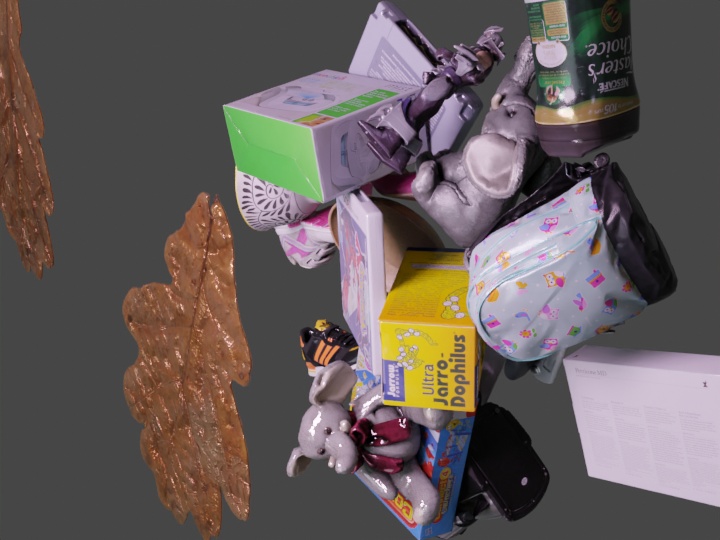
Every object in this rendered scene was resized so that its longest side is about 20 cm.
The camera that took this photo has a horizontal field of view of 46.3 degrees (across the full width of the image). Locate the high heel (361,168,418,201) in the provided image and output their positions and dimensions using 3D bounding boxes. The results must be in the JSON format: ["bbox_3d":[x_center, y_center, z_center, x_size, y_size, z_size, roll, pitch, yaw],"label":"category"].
[{"bbox_3d":[0.048,-0.145,1.130,0.199,0.067,0.097,11,95,55],"label":"high heel"}]

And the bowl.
[{"bbox_3d":[-0.092,-0.150,1.229,0.093,0.201,0.203,11,120,21],"label":"bowl"}]

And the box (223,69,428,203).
[{"bbox_3d":[-0.043,-0.175,1.066,0.199,0.175,0.098,25,133,47],"label":"box"}]

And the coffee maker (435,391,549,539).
[{"bbox_3d":[0.140,0.267,1.183,0.200,0.133,0.194,-41,60,53],"label":"coffee maker"}]

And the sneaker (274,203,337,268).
[{"bbox_3d":[-0.062,-0.050,1.315,0.199,0.081,0.089,3,116,59],"label":"sneaker"}]

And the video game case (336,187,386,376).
[{"bbox_3d":[0.000,0.000,1.037,0.182,0.023,0.202,-123,27,-66],"label":"video game case"}]

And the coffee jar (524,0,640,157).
[{"bbox_3d":[0.216,-0.215,0.821,0.085,0.104,0.202,14,120,52],"label":"coffee jar"}]

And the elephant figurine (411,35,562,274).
[{"bbox_3d":[0.160,-0.125,0.939,0.155,0.142,0.199,43,131,-15],"label":"elephant figurine"}]

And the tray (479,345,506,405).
[{"bbox_3d":[0.162,0.085,1.130,0.107,0.022,0.201,46,140,30],"label":"tray"}]

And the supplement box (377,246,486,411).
[{"bbox_3d":[0.093,0.062,0.998,0.108,0.200,0.110,2,116,13],"label":"supplement box"}]

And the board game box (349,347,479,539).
[{"bbox_3d":[0.059,0.215,1.125,0.200,0.055,0.198,33,120,52],"label":"board game box"}]

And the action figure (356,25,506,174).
[{"bbox_3d":[0.089,-0.203,0.937,0.069,0.200,0.130,45,176,5],"label":"action figure"}]

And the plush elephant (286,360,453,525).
[{"bbox_3d":[-0.003,0.201,1.025,0.200,0.153,0.166,35,122,50],"label":"plush elephant"}]

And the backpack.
[{"bbox_3d":[0.201,0.000,0.856,0.199,0.127,0.167,-26,114,23],"label":"backpack"}]

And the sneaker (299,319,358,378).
[{"bbox_3d":[-0.044,0.122,1.383,0.199,0.070,0.091,-18,97,57],"label":"sneaker"}]

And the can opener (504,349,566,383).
[{"bbox_3d":[0.228,0.059,0.995,0.053,0.066,0.202,41,133,34],"label":"can opener"}]

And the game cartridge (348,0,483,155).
[{"bbox_3d":[0.065,-0.227,1.077,0.201,0.040,0.134,53,139,19],"label":"game cartridge"}]

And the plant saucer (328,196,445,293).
[{"bbox_3d":[0.047,-0.035,1.154,0.199,0.036,0.201,28,151,17],"label":"plant saucer"}]

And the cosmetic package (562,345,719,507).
[{"bbox_3d":[0.328,0.166,0.927,0.199,0.051,0.152,0,111,53],"label":"cosmetic package"}]
